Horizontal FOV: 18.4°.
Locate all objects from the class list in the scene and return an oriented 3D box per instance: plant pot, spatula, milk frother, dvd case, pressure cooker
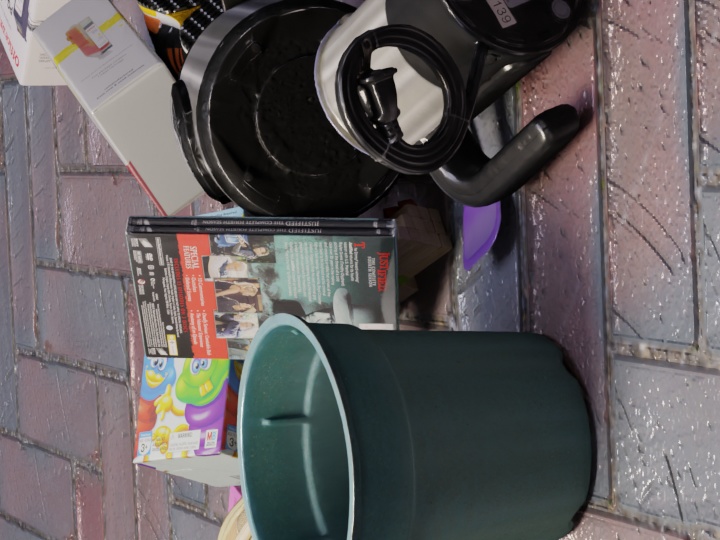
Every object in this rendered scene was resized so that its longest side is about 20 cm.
[{"bbox_3d":[0.040,0.124,1.526,0.200,0.194,0.202,177,90,-65],"label":"plant pot"},{"bbox_3d":[0.072,-0.099,1.630,0.057,0.020,0.202,-46,52,51],"label":"spatula"},{"bbox_3d":[0.030,-0.131,1.496,0.188,0.198,0.182,-39,62,56],"label":"milk frother"},{"bbox_3d":[-0.070,0.015,1.666,0.147,0.198,0.022,86,-174,-48],"label":"dvd case"},{"bbox_3d":[-0.053,-0.123,1.709,0.177,0.177,0.200,-64,15,3],"label":"pressure cooker"}]

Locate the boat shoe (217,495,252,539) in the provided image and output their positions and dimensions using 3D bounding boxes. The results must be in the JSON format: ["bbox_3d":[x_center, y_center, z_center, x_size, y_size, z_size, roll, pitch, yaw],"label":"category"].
[{"bbox_3d":[-0.061,0.201,1.705,0.065,0.071,0.201,-120,36,-44],"label":"boat shoe"}]

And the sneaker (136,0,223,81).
[{"bbox_3d":[-0.139,-0.198,2.041,0.200,0.070,0.091,43,153,51],"label":"sneaker"}]

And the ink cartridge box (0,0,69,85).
[{"bbox_3d":[-0.335,-0.320,2.407,0.145,0.084,0.201,-119,34,-43],"label":"ink cartridge box"}]

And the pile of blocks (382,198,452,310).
[{"bbox_3d":[0.000,0.000,1.731,0.200,0.081,0.063,122,137,-53],"label":"pile of blocks"}]

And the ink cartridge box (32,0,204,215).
[{"bbox_3d":[-0.217,-0.162,2.103,0.146,0.083,0.200,56,176,-37],"label":"ink cartridge box"}]

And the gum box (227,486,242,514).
[{"bbox_3d":[-0.073,0.287,1.952,0.113,0.066,0.202,-139,50,-58],"label":"gum box"}]

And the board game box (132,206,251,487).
[{"bbox_3d":[-0.105,0.063,1.797,0.104,0.103,0.202,-10,68,40],"label":"board game box"}]
